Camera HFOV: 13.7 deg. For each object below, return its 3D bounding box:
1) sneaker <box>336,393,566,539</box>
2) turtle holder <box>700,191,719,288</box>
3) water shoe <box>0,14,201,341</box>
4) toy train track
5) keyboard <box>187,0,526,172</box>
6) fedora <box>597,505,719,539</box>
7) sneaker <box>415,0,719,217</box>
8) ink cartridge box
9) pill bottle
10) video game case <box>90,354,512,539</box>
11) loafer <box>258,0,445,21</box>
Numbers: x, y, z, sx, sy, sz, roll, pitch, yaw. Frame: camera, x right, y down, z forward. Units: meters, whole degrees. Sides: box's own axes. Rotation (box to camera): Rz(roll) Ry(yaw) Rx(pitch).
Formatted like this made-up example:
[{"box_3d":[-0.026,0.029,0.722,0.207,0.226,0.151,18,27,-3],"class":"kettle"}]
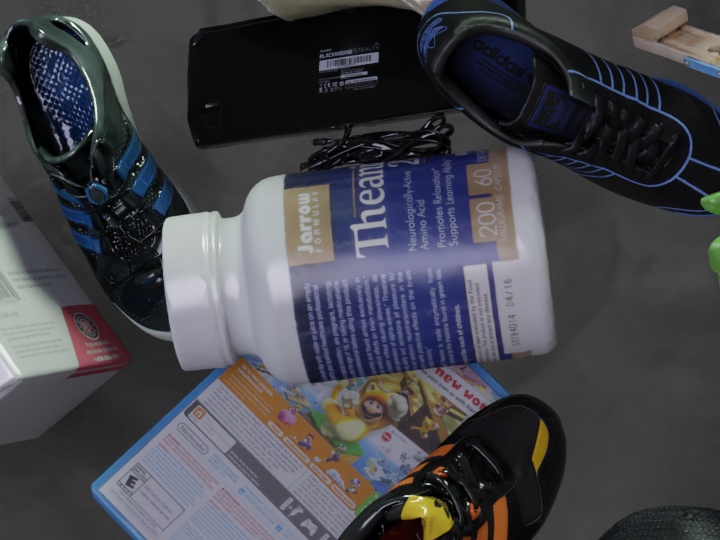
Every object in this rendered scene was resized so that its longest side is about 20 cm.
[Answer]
[{"box_3d":[0.044,0.130,1.536,0.070,0.090,0.200,40,65,12],"class":"sneaker"},{"box_3d":[0.269,0.004,1.502,0.141,0.185,0.132,-11,97,54],"class":"turtle holder"},{"box_3d":[-0.148,-0.048,1.670,0.071,0.079,0.201,-31,81,18],"class":"water shoe"},{"box_3d":[0.211,-0.107,1.510,0.200,0.114,0.033,25,139,48],"class":"toy train track"},{"box_3d":[0.000,-0.095,1.647,0.199,0.040,0.105,-7,66,21],"class":"keyboard"},{"box_3d":[0.164,0.182,1.545,0.199,0.201,0.092,4,57,20],"class":"fedora"},{"box_3d":[0.117,-0.077,1.542,0.199,0.078,0.070,26,109,-6],"class":"sneaker"},{"box_3d":[-0.240,-0.002,1.669,0.085,0.146,0.200,-38,79,18],"class":"ink cartridge box"},{"box_3d":[0.000,0.000,1.576,0.199,0.111,0.112,-7,89,4],"class":"pill bottle"},{"box_3d":[-0.025,0.100,1.614,0.200,0.018,0.143,-43,76,-13],"class":"video game case"},{"box_3d":[-0.021,-0.164,1.623,0.199,0.076,0.069,26,94,27],"class":"loafer"}]
